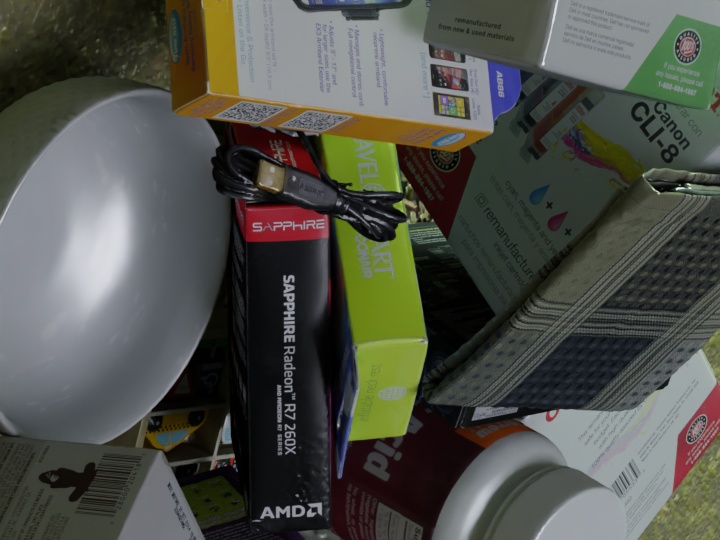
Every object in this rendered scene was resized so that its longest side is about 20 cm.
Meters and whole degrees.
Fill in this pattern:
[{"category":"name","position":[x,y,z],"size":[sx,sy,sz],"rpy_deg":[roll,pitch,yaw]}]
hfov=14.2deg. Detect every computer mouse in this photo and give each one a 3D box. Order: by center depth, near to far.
[{"category":"computer mouse","position":[-0.054,-0.093,1.516],"size":[0.109,0.200,0.044],"rpy_deg":[10,129,-35]}]

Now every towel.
[{"category":"towel","position":[0.150,0.010,1.582],"size":[0.192,0.035,0.200],"rpy_deg":[5,139,-47]}]

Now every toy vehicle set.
[{"category":"toy vehicle set","position":[-0.068,0.083,1.719],"size":[0.200,0.026,0.125],"rpy_deg":[-5,115,-47]}]

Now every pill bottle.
[{"category":"pill bottle","position":[0.051,0.130,1.698],"size":[0.114,0.200,0.114],"rpy_deg":[-27,130,-37]}]

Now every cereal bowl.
[{"category":"cereal bowl","position":[-0.160,-0.010,1.504],"size":[0.200,0.083,0.200],"rpy_deg":[-33,133,-45]}]

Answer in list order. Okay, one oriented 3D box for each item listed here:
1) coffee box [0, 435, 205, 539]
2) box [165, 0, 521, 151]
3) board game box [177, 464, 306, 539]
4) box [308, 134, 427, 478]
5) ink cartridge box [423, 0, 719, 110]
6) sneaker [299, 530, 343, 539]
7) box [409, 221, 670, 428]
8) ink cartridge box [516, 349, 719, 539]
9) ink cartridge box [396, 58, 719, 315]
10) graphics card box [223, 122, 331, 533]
[{"category":"coffee box","position":[-0.186,0.147,1.475],"size":[0.114,0.200,0.080],"rpy_deg":[69,33,-42]},{"category":"box","position":[-0.007,-0.129,1.475],"size":[0.200,0.041,0.119],"rpy_deg":[7,71,-36]},{"category":"board game box","position":[-0.130,0.170,1.593],"size":[0.200,0.120,0.032],"rpy_deg":[-14,119,-28]},{"category":"box","position":[0.000,0.000,1.599],"size":[0.048,0.200,0.122],"rpy_deg":[-5,152,-7]},{"category":"ink cartridge box","position":[0.127,-0.195,1.476],"size":[0.145,0.087,0.200],"rpy_deg":[9,95,-46]},{"category":"sneaker","position":[-0.044,0.205,1.796],"size":[0.200,0.076,0.081],"rpy_deg":[-16,135,-37]},{"category":"box","position":[0.075,0.026,1.739],"size":[0.200,0.160,0.044],"rpy_deg":[-8,124,-47]},{"category":"ink cartridge box","position":[0.153,0.081,1.923],"size":[0.146,0.083,0.200],"rpy_deg":[-50,140,-15]},{"category":"ink cartridge box","position":[0.152,-0.073,1.633],"size":[0.200,0.145,0.145],"rpy_deg":[-43,153,21]},{"category":"graphics card box","position":[-0.046,0.030,1.595],"size":[0.051,0.126,0.200],"rpy_deg":[-2,113,-8]}]
